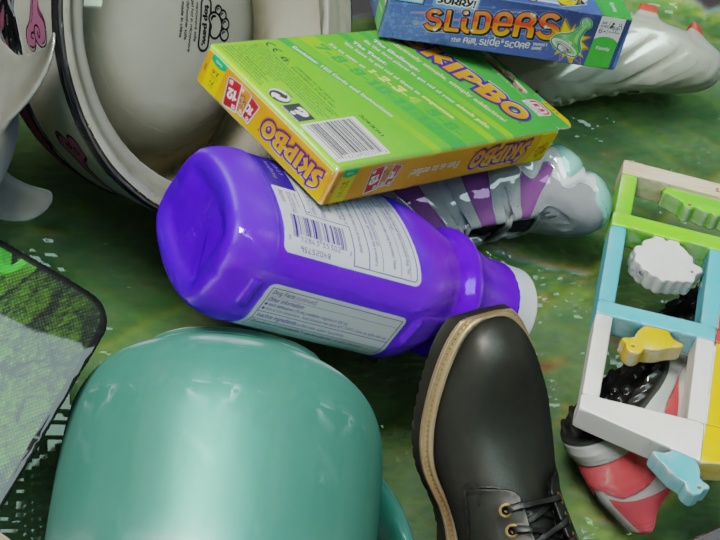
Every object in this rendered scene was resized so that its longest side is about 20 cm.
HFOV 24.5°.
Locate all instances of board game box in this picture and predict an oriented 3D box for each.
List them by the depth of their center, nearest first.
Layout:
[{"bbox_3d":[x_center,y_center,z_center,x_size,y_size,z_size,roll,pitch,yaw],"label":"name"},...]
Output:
[{"bbox_3d":[0.019,-0.084,0.834,0.199,0.030,0.096,-17,54,-47],"label":"board game box"},{"bbox_3d":[0.062,-0.188,0.940,0.134,0.035,0.201,5,37,-15],"label":"board game box"}]

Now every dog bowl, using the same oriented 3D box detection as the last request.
[{"bbox_3d":[-0.094,-0.124,0.819,0.200,0.073,0.202,-8,100,-50],"label":"dog bowl"}]

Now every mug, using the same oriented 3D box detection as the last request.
[{"bbox_3d":[-0.061,0.101,0.789,0.151,0.185,0.115,-1,66,14],"label":"mug"}]

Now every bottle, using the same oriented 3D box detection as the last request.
[{"bbox_3d":[0.000,0.000,0.801,0.199,0.065,0.084,15,34,-38],"label":"bottle"}]

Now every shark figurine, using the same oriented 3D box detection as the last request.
[{"bbox_3d":[-0.172,-0.103,0.727,0.128,0.089,0.216,5,68,-49],"label":"shark figurine"}]

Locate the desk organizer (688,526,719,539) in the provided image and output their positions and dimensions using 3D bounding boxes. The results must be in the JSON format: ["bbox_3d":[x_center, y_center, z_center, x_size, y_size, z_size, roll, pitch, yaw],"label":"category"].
[{"bbox_3d":[0.195,0.173,0.881,0.199,0.077,0.072,-18,77,-25],"label":"desk organizer"}]

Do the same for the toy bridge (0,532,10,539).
[{"bbox_3d":[-0.158,0.152,0.680,0.067,0.027,0.201,-36,114,-33],"label":"toy bridge"}]

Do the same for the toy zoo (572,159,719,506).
[{"bbox_3d":[0.188,0.037,0.889,0.130,0.021,0.201,14,55,2],"label":"toy zoo"}]

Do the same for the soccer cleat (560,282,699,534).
[{"bbox_3d":[0.192,0.064,0.938,0.200,0.068,0.073,-39,110,-31],"label":"soccer cleat"}]

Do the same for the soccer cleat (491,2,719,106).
[{"bbox_3d":[0.117,-0.121,0.977,0.199,0.069,0.078,10,76,-11],"label":"soccer cleat"}]

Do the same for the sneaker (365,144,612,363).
[{"bbox_3d":[0.034,-0.013,0.902,0.199,0.078,0.141,14,67,-4],"label":"sneaker"}]

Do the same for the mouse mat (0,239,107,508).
[{"bbox_3d":[-0.219,0.057,0.705,0.160,0.008,0.201,30,63,-6],"label":"mouse mat"}]

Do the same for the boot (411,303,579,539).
[{"bbox_3d":[0.091,0.127,0.778,0.077,0.138,0.201,-15,111,-25],"label":"boot"}]
